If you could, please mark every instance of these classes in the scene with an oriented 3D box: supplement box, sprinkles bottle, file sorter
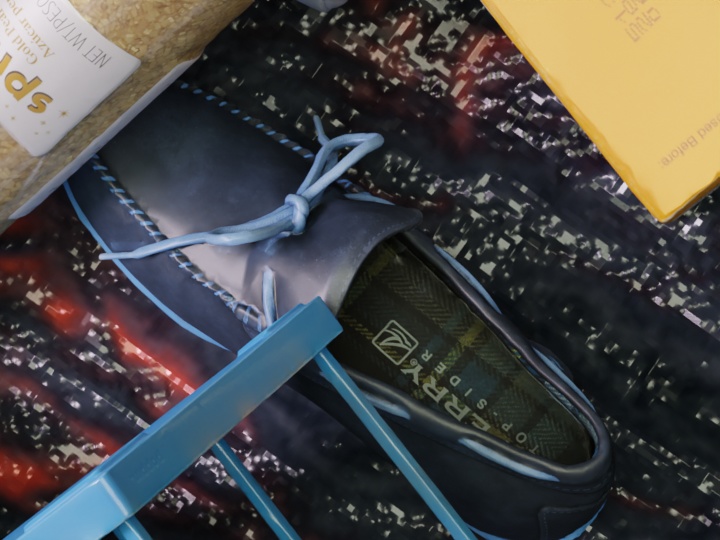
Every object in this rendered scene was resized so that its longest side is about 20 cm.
[{"bbox_3d":[0.074,-0.083,0.720,0.073,0.200,0.126,-39,87,6],"label":"supplement box"},{"bbox_3d":[-0.101,-0.056,0.755,0.200,0.068,0.068,-40,86,27],"label":"sprinkles bottle"},{"bbox_3d":[-0.071,0.128,0.728,0.200,0.139,0.123,-37,91,28],"label":"file sorter"}]

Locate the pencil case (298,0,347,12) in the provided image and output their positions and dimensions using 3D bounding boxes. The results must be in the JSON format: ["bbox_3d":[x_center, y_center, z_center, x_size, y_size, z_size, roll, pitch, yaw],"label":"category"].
[{"bbox_3d":[-0.070,-0.159,0.791,0.199,0.083,0.091,27,55,5],"label":"pencil case"}]

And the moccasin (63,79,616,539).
[{"bbox_3d":[0.000,0.000,0.783,0.200,0.068,0.081,34,67,3],"label":"moccasin"}]
